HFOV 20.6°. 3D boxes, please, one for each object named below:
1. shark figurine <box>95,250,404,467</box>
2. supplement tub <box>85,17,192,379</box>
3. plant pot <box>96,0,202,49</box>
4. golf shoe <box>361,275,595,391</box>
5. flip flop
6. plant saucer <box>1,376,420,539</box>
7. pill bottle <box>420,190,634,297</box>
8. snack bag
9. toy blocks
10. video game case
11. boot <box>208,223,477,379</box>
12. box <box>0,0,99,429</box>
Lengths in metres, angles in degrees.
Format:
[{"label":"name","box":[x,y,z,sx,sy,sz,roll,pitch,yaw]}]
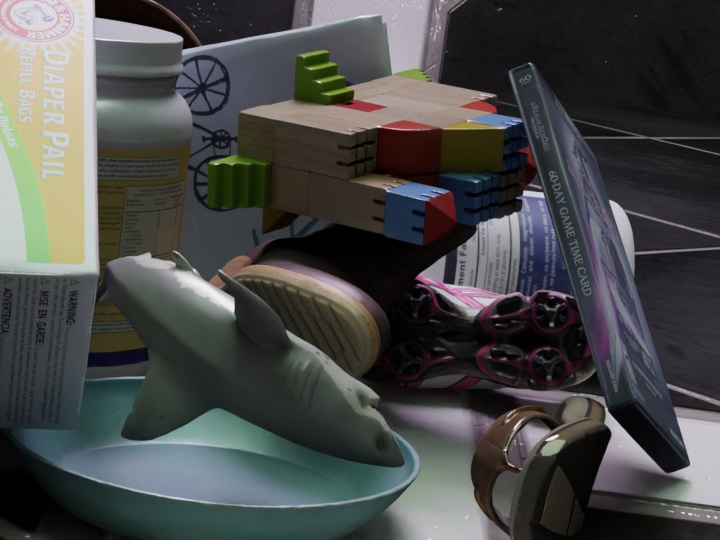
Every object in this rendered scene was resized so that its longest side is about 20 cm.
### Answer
[{"label":"shark figurine","box":[-0.092,0.040,0.943,0.214,0.090,0.128,28,-12,39]},{"label":"supplement tub","box":[-0.172,-0.040,1.124,0.145,0.200,0.145,8,11,-2]},{"label":"plant pot","box":[-0.214,-0.121,1.628,0.187,0.187,0.200,6,-3,-7]},{"label":"golf shoe","box":[0.050,0.042,1.228,0.200,0.073,0.092,10,-7,7]},{"label":"flip flop","box":[0.082,0.094,0.938,0.058,0.081,0.200,18,8,6]},{"label":"plant saucer","box":[-0.072,0.095,0.947,0.200,0.036,0.200,7,12,-1]},{"label":"pill bottle","box":[0.073,-0.002,1.331,0.200,0.111,0.111,6,12,-12]},{"label":"snack bag","box":[-0.069,-0.053,1.227,0.200,0.189,0.021,-11,22,-3]},{"label":"toy blocks","box":[0.031,-0.064,1.110,0.137,0.100,0.200,14,20,32]},{"label":"video game case","box":[0.131,0.001,1.084,0.019,0.200,0.143,-19,-24,14]},{"label":"boot","box":[0.000,0.000,1.096,0.166,0.072,0.200,-28,15,-28]},{"label":"box","box":[-0.179,-0.038,0.933,0.101,0.113,0.200,3,47,-12]}]
